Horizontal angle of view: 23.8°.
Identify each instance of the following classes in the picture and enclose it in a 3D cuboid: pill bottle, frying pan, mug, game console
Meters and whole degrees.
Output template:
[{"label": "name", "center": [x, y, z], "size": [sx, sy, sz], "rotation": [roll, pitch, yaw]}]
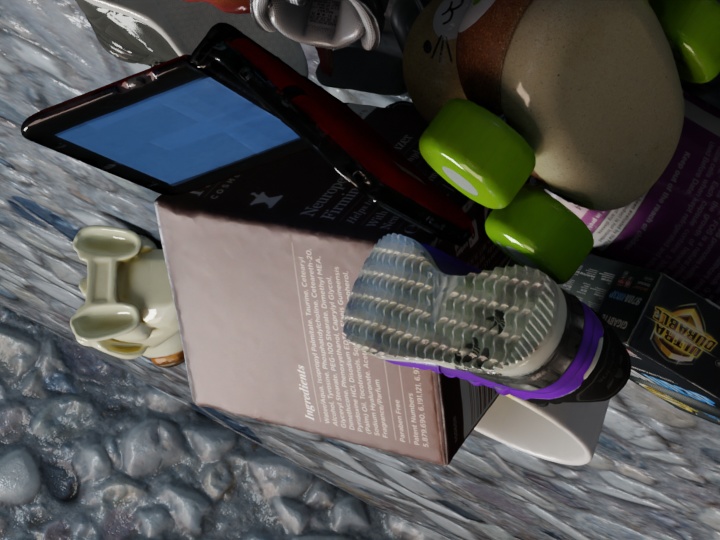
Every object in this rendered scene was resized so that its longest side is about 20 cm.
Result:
[{"label": "pill bottle", "center": [0.205, -0.033, 1.005], "size": [0.199, 0.113, 0.112], "rotation": [29, 165, -4]}, {"label": "frying pan", "center": [0.061, -0.085, 1.037], "size": [0.115, 0.031, 0.191], "rotation": [-10, -102, -86]}, {"label": "mug", "center": [0.129, 0.038, 1.292], "size": [0.149, 0.154, 0.187], "rotation": [14, 160, 42]}, {"label": "game console", "center": [-0.054, -0.048, 0.930], "size": [0.172, 0.119, 0.200], "rotation": [44, -172, 19]}]

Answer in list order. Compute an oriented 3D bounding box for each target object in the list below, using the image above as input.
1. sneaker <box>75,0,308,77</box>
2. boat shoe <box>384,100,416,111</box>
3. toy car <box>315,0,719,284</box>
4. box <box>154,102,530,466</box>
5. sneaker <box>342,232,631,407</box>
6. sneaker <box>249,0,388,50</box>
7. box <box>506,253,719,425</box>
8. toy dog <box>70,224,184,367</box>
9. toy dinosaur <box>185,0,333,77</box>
[{"label": "sneaker", "center": [-0.118, -0.168, 1.216], "size": [0.199, 0.071, 0.099], "rotation": [29, 169, 11]}, {"label": "boat shoe", "center": [0.101, -0.081, 1.174], "size": [0.199, 0.073, 0.063], "rotation": [28, 123, 21]}, {"label": "toy car", "center": [0.066, -0.120, 0.907], "size": [0.200, 0.165, 0.158], "rotation": [31, 171, 39]}, {"label": "box", "center": [0.000, 0.000, 1.130], "size": [0.199, 0.166, 0.165], "rotation": [11, 126, 27]}, {"label": "sneaker", "center": [0.070, 0.037, 0.931], "size": [0.099, 0.070, 0.200], "rotation": [27, 175, -32]}, {"label": "sneaker", "center": [-0.010, -0.166, 0.839], "size": [0.075, 0.115, 0.200], "rotation": [10, -175, 11]}, {"label": "box", "center": [0.184, 0.046, 1.004], "size": [0.158, 0.046, 0.200], "rotation": [30, 177, -19]}, {"label": "toy dog", "center": [-0.251, 0.036, 2.040], "size": [0.192, 0.141, 0.200], "rotation": [-10, 161, -1]}, {"label": "toy dinosaur", "center": [-0.086, -0.181, 0.965], "size": [0.180, 0.201, 0.105], "rotation": [-15, 125, 28]}]
